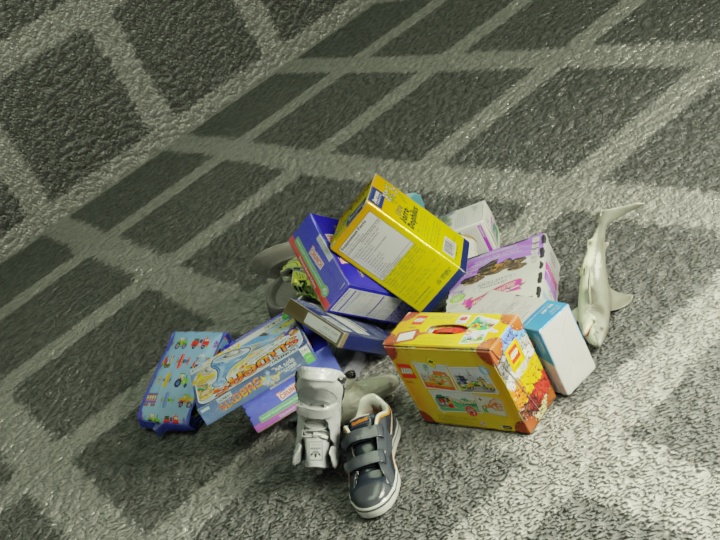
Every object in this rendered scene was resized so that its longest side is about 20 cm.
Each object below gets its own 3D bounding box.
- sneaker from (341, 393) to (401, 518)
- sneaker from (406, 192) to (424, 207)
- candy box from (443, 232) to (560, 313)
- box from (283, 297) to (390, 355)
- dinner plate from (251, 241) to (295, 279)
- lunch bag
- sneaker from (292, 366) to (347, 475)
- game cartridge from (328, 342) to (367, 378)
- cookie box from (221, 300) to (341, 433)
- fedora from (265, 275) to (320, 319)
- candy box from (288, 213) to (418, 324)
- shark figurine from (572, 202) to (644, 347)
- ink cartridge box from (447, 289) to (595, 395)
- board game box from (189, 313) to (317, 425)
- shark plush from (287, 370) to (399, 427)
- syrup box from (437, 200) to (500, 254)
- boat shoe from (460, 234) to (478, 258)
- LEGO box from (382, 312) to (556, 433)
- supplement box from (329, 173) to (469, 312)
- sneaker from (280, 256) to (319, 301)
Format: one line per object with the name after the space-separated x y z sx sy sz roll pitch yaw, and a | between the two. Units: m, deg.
0.011 0.256 1.496 0.078 0.080 0.201 -21 27 15 | sneaker
0.031 -0.085 2.133 0.130 0.080 0.200 -3 25 41 | sneaker
0.225 0.042 1.682 0.166 0.072 0.201 -19 26 22 | candy box
-0.024 0.094 1.729 0.121 0.199 0.033 30 98 31 | box
-0.113 -0.013 2.068 0.198 0.200 0.025 -18 66 23 | dinner plate
-0.319 0.214 1.935 0.150 0.094 0.201 -2 45 40 | lunch bag
-0.059 0.216 1.518 0.074 0.200 0.116 3 63 2 | sneaker
-0.052 0.151 1.816 0.132 0.041 0.201 -22 25 24 | game cartridge
-0.131 0.155 1.761 0.170 0.076 0.200 -30 24 -2 | cookie box
-0.116 0.053 2.004 0.175 0.091 0.201 -18 26 21 | fedora
0.000 0.000 1.786 0.077 0.199 0.170 -50 49 26 | candy box
0.364 0.011 1.562 0.088 0.217 0.128 10 -8 -4 | shark figurine
0.227 0.097 1.522 0.067 0.116 0.199 -40 27 -24 | ink cartridge box
-0.172 0.151 1.683 0.199 0.035 0.135 -31 26 -2 | board game box
-0.028 0.220 1.669 0.200 0.091 0.083 -39 -4 30 | shark plush
0.149 -0.045 1.919 0.198 0.082 0.079 -20 28 19 | syrup box
0.120 0.010 1.860 0.199 0.071 0.070 -31 48 25 | boat shoe
0.150 0.139 1.482 0.199 0.150 0.077 -1 36 46 | LEGO box
0.066 -0.041 1.727 0.109 0.199 0.110 -49 12 28 | supplement box
-0.076 0.028 1.881 0.076 0.076 0.200 -30 28 -14 | sneaker
